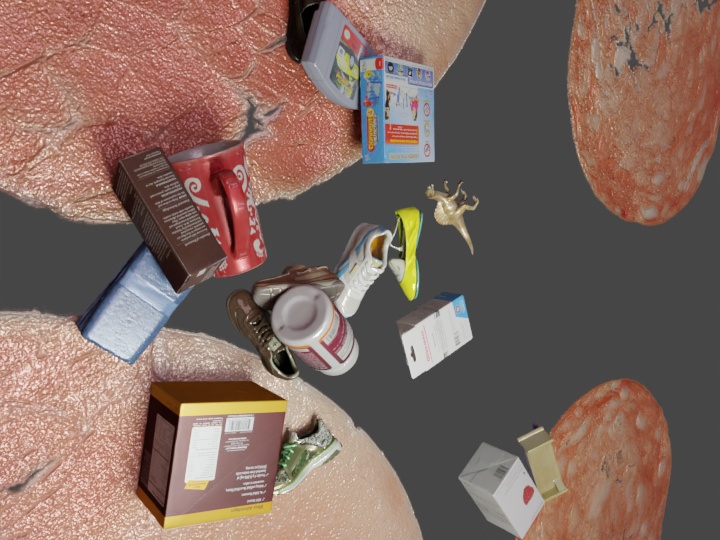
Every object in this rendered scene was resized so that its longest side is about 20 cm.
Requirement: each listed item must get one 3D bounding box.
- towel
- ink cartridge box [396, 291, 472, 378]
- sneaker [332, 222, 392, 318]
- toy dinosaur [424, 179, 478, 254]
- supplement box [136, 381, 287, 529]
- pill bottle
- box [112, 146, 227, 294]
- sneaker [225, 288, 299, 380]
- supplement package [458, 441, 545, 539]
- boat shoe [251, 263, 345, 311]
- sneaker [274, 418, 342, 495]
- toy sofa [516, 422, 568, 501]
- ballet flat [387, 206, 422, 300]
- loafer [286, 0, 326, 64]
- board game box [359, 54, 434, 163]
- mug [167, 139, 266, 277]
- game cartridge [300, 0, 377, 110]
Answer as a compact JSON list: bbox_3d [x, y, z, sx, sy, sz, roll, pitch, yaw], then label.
[{"bbox_3d":[-0.351,0.044,0.988,0.112,0.048,0.200,44,69,-31],"label":"towel"},{"bbox_3d":[0.154,0.142,1.379,0.200,0.067,0.116,-27,112,-32],"label":"ink cartridge box"},{"bbox_3d":[0.000,0.000,1.232,0.076,0.081,0.201,24,83,-39],"label":"sneaker"},{"bbox_3d":[0.218,-0.139,1.408,0.101,0.058,0.200,-45,114,-7],"label":"toy dinosaur"},{"bbox_3d":[-0.252,0.304,1.047,0.197,0.133,0.201,8,92,-38],"label":"supplement box"},{"bbox_3d":[-0.076,0.117,1.132,0.114,0.114,0.200,-58,151,-16],"label":"pill bottle"},{"bbox_3d":[-0.293,-0.075,0.936,0.075,0.100,0.201,-29,88,-32],"label":"box"},{"bbox_3d":[-0.169,0.118,1.122,0.070,0.075,0.200,-43,120,-25],"label":"sneaker"},{"bbox_3d":[0.363,0.560,1.565,0.121,0.120,0.200,-47,122,-24],"label":"supplement package"},{"bbox_3d":[-0.122,0.028,1.152,0.199,0.072,0.076,-1,139,-44],"label":"boat shoe"},{"bbox_3d":[-0.132,0.360,1.198,0.200,0.077,0.089,-29,100,-37],"label":"sneaker"},{"bbox_3d":[0.497,0.530,1.700,0.083,0.098,0.201,-24,113,-6],"label":"toy sofa"},{"bbox_3d":[0.092,-0.037,1.317,0.067,0.067,0.201,4,92,-16],"label":"ballet flat"},{"bbox_3d":[-0.086,-0.478,1.103,0.073,0.071,0.201,-4,99,-37],"label":"loafer"},{"bbox_3d":[0.078,-0.315,1.228,0.200,0.056,0.197,-14,106,-54],"label":"board game box"},{"bbox_3d":[-0.232,-0.093,0.994,0.133,0.178,0.201,-11,112,2],"label":"mug"},{"bbox_3d":[-0.035,-0.382,1.134,0.200,0.041,0.134,21,87,-61],"label":"game cartridge"}]
